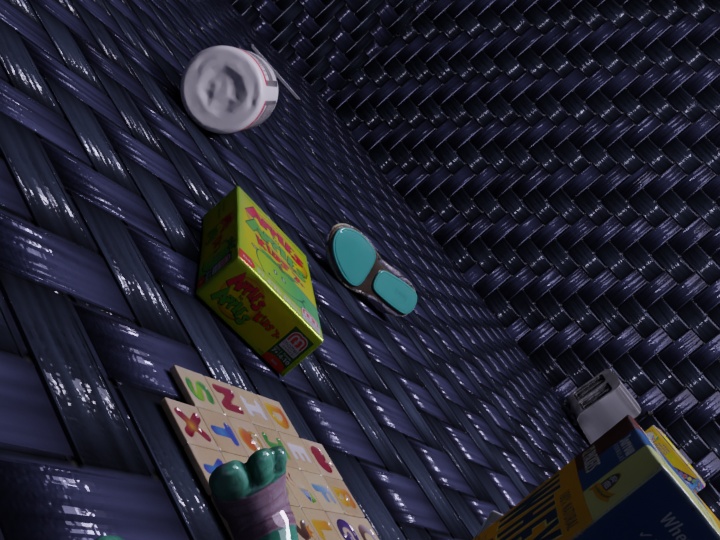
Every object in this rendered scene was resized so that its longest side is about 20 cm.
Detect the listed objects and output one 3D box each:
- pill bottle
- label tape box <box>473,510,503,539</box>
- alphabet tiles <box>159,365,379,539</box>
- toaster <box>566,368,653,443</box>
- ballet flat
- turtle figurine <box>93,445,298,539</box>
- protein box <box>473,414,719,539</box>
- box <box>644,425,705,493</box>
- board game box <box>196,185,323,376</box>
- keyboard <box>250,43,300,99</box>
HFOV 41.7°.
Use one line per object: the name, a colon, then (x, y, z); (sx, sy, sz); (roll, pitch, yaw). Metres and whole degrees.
pill bottle: (-0.171, -0.245, 1.286); (0.111, 0.111, 0.200); (48, 9, -6)
label tape box: (0.189, 0.273, 0.718); (0.199, 0.066, 0.143); (12, -30, 49)
alphabet tiles: (-0.047, 0.138, 0.603); (0.167, 0.006, 0.200); (54, 9, 30)
toaster: (0.689, 0.385, 2.663); (0.119, 0.199, 0.181); (52, 9, -8)
ballet flat: (0.000, 0.000, 1.300); (0.200, 0.072, 0.072); (43, 11, -40)
turtle figurine: (-0.019, 0.169, 0.328); (0.149, 0.101, 0.200); (-19, 59, -36)
protein box: (0.143, 0.229, 0.523); (0.199, 0.200, 0.135); (50, 8, 5)
box: (0.455, 0.365, 1.561); (0.122, 0.192, 0.200); (52, 10, 21)
board game box: (-0.090, 0.002, 0.834); (0.102, 0.048, 0.200); (46, 9, -20)
keyboard: (-0.236, -0.550, 2.621); (0.200, 0.011, 0.056); (48, 9, -12)
